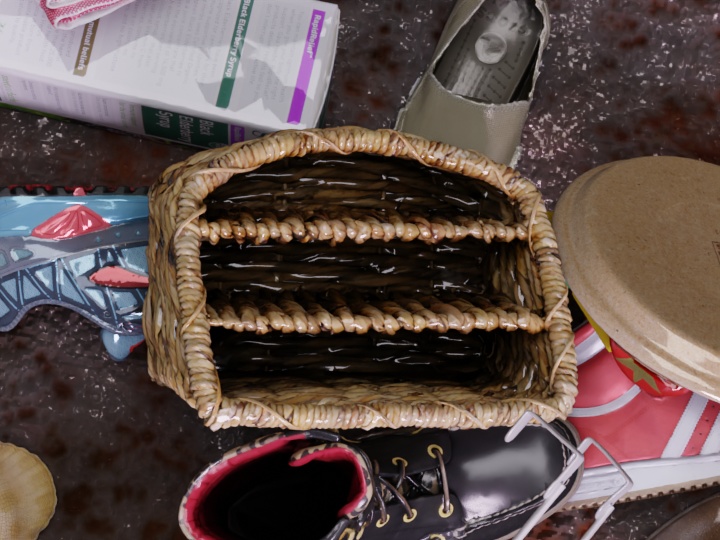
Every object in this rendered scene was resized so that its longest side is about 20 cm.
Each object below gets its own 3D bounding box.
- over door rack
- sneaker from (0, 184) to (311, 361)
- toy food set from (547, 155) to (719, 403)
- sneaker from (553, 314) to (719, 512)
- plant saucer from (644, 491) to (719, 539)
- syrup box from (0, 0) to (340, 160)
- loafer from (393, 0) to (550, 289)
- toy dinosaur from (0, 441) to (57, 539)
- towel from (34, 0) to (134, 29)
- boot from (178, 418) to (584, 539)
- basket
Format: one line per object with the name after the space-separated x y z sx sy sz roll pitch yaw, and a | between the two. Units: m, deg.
0.075 0.174 1.135 0.067 0.148 0.200 27 89 19 | over door rack
-0.116 0.001 1.279 0.199 0.079 0.096 1 94 4 | sneaker
0.189 0.010 1.239 0.200 0.049 0.198 -2 45 -30 | toy food set
0.185 0.061 1.271 0.200 0.071 0.113 -10 83 -2 | sneaker
0.226 0.166 1.208 0.200 0.200 0.032 -22 114 -6 | plant saucer
-0.114 -0.119 1.288 0.200 0.079 0.082 14 78 0 | syrup box
0.053 -0.078 1.293 0.076 0.068 0.200 17 79 1 | loafer
-0.217 0.119 1.262 0.101 0.058 0.200 -23 87 -21 | toy dinosaur
-0.145 -0.214 1.281 0.146 0.030 0.200 -19 53 -24 | towel
0.010 0.111 1.198 0.200 0.151 0.073 -9 81 11 | boot
0.000 0.000 1.177 0.200 0.149 0.143 1 95 -15 | basket
